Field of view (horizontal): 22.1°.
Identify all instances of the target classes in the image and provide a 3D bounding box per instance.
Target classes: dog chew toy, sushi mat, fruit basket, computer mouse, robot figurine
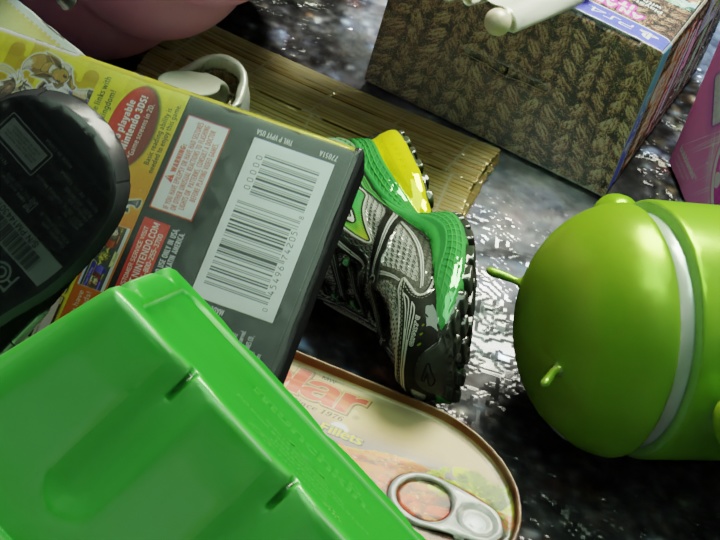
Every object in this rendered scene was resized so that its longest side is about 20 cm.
[{"bbox_3d":[-0.108,-0.172,0.942,0.124,0.126,0.199,-13,11,-37],"label":"dog chew toy"},{"bbox_3d":[-0.024,-0.082,1.003,0.198,0.012,0.096,24,36,9],"label":"sushi mat"},{"bbox_3d":[-0.086,0.127,0.585,0.214,0.218,0.156,21,6,4],"label":"fruit basket"},{"bbox_3d":[-0.186,-0.002,0.683,0.140,0.200,0.046,41,-5,9],"label":"computer mouse"},{"bbox_3d":[0.158,0.028,0.844,0.198,0.117,0.176,3,36,-21],"label":"robot figurine"}]

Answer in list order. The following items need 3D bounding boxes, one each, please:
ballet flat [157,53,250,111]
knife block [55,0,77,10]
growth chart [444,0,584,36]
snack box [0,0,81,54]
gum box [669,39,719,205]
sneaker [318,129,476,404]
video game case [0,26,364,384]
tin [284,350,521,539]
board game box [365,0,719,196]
[{"bbox_3d":[-0.113,-0.054,0.877,0.069,0.070,0.200,28,36,14],"label":"ballet flat"},{"bbox_3d":[-0.122,-0.223,0.862,0.175,0.201,0.064,18,-16,45],"label":"knife block"},{"bbox_3d":[0.029,-0.190,0.962,0.199,0.018,0.145,38,33,4],"label":"growth chart"},{"bbox_3d":[-0.171,-0.058,0.811,0.116,0.037,0.200,-43,58,-13],"label":"snack box"},{"bbox_3d":[0.236,-0.044,0.984,0.065,0.114,0.201,8,36,-14],"label":"gum box"},{"bbox_3d":[0.000,0.000,0.857,0.084,0.079,0.200,-4,28,-16],"label":"sneaker"},{"bbox_3d":[-0.114,0.014,0.714,0.179,0.026,0.202,19,70,6],"label":"video game case"},{"bbox_3d":[-0.032,0.080,0.754,0.198,0.042,0.112,22,38,6],"label":"tin"},{"bbox_3d":[0.121,-0.156,1.099,0.158,0.098,0.200,27,35,13],"label":"board game box"}]
